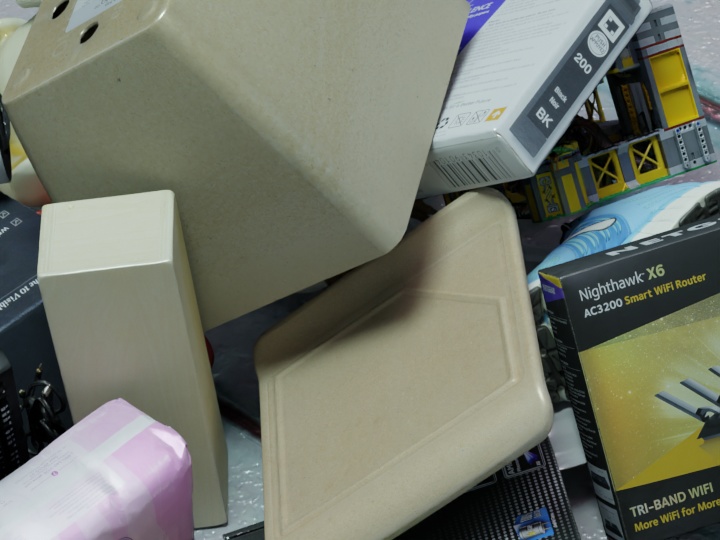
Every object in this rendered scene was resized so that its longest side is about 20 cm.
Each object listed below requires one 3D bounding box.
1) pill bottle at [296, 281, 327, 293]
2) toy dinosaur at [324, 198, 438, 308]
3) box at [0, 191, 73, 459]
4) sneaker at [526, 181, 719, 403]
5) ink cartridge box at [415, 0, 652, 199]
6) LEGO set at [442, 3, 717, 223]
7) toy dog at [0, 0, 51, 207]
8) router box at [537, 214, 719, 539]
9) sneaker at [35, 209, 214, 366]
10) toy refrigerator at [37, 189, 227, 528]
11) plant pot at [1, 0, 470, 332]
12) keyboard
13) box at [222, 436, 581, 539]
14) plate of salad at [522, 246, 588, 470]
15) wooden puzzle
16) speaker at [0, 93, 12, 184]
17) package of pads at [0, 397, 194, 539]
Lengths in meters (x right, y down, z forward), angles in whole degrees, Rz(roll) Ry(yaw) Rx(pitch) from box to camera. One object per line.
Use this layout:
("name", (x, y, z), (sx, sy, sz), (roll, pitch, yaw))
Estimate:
("pill bottle", (-0.019, -0.079, 1.842), (0.109, 0.110, 0.200), (6, 42, 17))
("toy dinosaur", (0.000, 0.000, 1.707), (0.106, 0.061, 0.200), (-37, 48, -28))
("box", (-0.272, 0.047, 1.730), (0.200, 0.124, 0.196), (-36, 45, -29))
("sneaker", (0.137, 0.011, 1.681), (0.199, 0.079, 0.090), (-28, 22, -23))
("ink cartridge box", (0.076, -0.121, 1.713), (0.198, 0.043, 0.200), (-10, 37, 52))
("LEGO set", (0.118, -0.101, 1.766), (0.153, 0.117, 0.200), (-18, 6, -11))
("toy dog", (-0.154, -0.122, 1.851), (0.199, 0.194, 0.140), (-26, 61, 24))
("router box", (0.214, 0.049, 1.612), (0.199, 0.158, 0.052), (-17, 7, -9))
("sneaker", (-0.128, -0.006, 1.803), (0.115, 0.079, 0.200), (-33, 47, -24))
("toy refrigerator", (-0.125, 0.053, 1.636), (0.075, 0.201, 0.070), (-7, 40, 3))
("plant pot", (-0.083, -0.109, 1.654), (0.199, 0.177, 0.201), (-23, 36, 38))
("keyboard", (-0.195, 0.105, 1.597), (0.040, 0.200, 0.104), (40, 71, 13))
("box", (0.033, 0.191, 1.544), (0.192, 0.048, 0.201), (-17, 40, 3))
("plate of salad", (0.090, 0.058, 1.708), (0.199, 0.048, 0.201), (-4, 39, 3))
("wooden puzzle", (0.023, 0.066, 1.599), (0.185, 0.037, 0.201), (-35, 35, 19))
("speaker", (-0.308, -0.074, 1.726), (0.199, 0.082, 0.081), (-10, 40, -2))
("package of pads", (-0.176, 0.169, 1.568), (0.076, 0.121, 0.200), (33, 54, 31))
